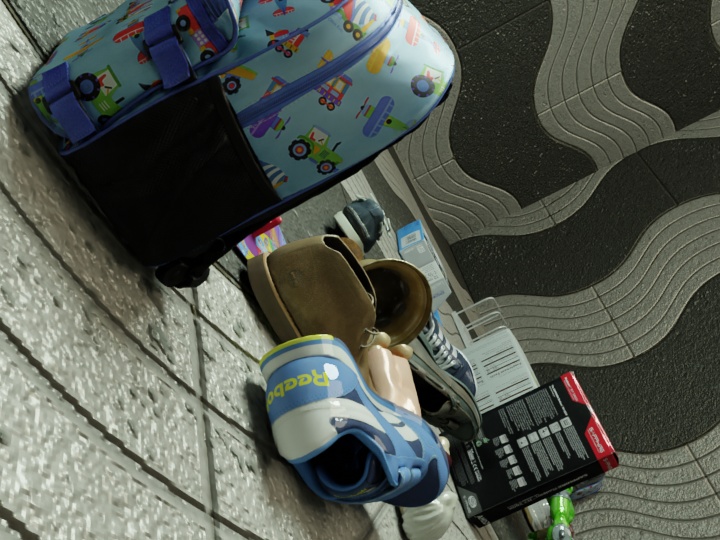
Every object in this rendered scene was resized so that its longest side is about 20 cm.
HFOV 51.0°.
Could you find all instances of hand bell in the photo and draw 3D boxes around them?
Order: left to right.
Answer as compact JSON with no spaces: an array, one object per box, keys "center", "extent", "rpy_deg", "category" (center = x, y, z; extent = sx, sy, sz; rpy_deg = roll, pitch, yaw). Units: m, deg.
[{"center":[0.000,0.000,0.844],"extent":[0.104,0.104,0.200],"rpy_deg":[59,-1,-27],"category":"hand bell"}]

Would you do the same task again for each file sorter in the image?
[{"center":[0.352,0.197,2.048],"extent":[0.139,0.124,0.201],"rpy_deg":[48,19,-56],"category":"file sorter"}]

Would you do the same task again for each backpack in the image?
[{"center":[-0.056,-0.112,0.426],"extent":[0.135,0.199,0.183],"rpy_deg":[58,12,-30],"category":"backpack"},{"center":[0.786,0.745,2.751],"extent":[0.155,0.189,0.201],"rpy_deg":[77,-4,-49],"category":"backpack"}]

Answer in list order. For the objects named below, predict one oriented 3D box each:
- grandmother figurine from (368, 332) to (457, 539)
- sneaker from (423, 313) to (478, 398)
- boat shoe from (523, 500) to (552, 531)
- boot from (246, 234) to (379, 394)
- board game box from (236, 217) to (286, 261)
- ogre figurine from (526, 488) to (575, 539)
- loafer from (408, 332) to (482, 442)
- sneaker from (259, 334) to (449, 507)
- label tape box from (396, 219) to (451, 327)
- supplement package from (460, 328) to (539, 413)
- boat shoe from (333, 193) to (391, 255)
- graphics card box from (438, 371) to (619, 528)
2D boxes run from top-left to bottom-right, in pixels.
[{"center":[0.044,0.157,0.706],"extent":[0.121,0.061,0.201],"rpy_deg":[22,37,-33],"category":"grandmother figurine"},{"center":[0.099,0.107,1.067],"extent":[0.201,0.070,0.108],"rpy_deg":[58,4,8],"category":"sneaker"},{"center":[0.399,0.532,1.573],"extent":[0.200,0.069,0.071],"rpy_deg":[55,11,-46],"category":"boat shoe"},{"center":[-0.010,0.059,0.599],"extent":[0.074,0.075,0.201],"rpy_deg":[-106,170,-57],"category":"boot"},{"center":[-0.091,-0.084,0.641],"extent":[0.201,0.039,0.158],"rpy_deg":[66,10,15],"category":"board game box"},{"center":[0.325,0.452,1.255],"extent":[0.098,0.201,0.120],"rpy_deg":[26,25,4],"category":"ogre figurine"},{"center":[0.080,0.149,0.926],"extent":[0.200,0.072,0.063],"rpy_deg":[53,33,-21],"category":"loafer"},{"center":[0.001,0.126,0.507],"extent":[0.200,0.074,0.083],"rpy_deg":[46,21,-41],"category":"sneaker"},{"center":[0.151,0.005,1.648],"extent":[0.201,0.066,0.143],"rpy_deg":[59,10,-18],"category":"label tape box"},{"center":[0.249,0.248,1.285],"extent":[0.191,0.146,0.201],"rpy_deg":[52,14,-50],"category":"supplement package"},{"center":[0.004,-0.066,1.018],"extent":[0.075,0.062,0.200],"rpy_deg":[57,2,4],"category":"boat shoe"},{"center":[0.212,0.230,0.970],"extent":[0.051,0.199,0.126],"rpy_deg":[52,14,-48],"category":"graphics card box"}]
